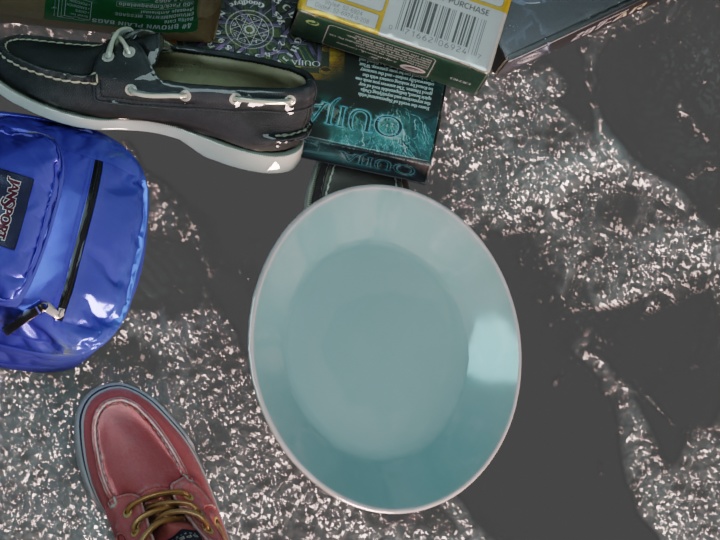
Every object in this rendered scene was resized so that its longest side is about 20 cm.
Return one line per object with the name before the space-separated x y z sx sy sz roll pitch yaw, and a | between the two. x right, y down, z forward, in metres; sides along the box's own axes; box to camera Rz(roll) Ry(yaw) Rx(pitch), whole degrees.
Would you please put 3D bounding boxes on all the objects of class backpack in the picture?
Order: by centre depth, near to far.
backpack | -0.226 -0.020 1.660 0.200 0.168 0.163 16 84 -11

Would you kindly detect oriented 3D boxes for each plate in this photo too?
plate | 0.012 0.048 1.690 0.200 0.026 0.201 6 79 -33

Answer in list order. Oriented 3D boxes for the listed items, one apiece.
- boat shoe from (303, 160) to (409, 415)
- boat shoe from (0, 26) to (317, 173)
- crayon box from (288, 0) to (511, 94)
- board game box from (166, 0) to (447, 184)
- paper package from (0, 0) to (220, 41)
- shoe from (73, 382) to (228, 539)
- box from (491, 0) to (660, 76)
boat shoe | 0.000 0.000 1.738 0.072 0.061 0.202 5 80 -7
boat shoe | -0.125 -0.116 1.665 0.200 0.076 0.060 12 121 -8
crayon box | 0.045 -0.225 1.738 0.126 0.052 0.200 18 75 -3
board game box | -0.043 -0.136 1.750 0.200 0.028 0.135 12 62 -2
paper package | -0.177 -0.248 1.702 0.200 0.104 0.191 5 63 -6
shoe | -0.112 0.155 1.681 0.071 0.091 0.200 -24 84 -11
box | 0.116 -0.249 1.805 0.160 0.044 0.200 -25 84 -11
